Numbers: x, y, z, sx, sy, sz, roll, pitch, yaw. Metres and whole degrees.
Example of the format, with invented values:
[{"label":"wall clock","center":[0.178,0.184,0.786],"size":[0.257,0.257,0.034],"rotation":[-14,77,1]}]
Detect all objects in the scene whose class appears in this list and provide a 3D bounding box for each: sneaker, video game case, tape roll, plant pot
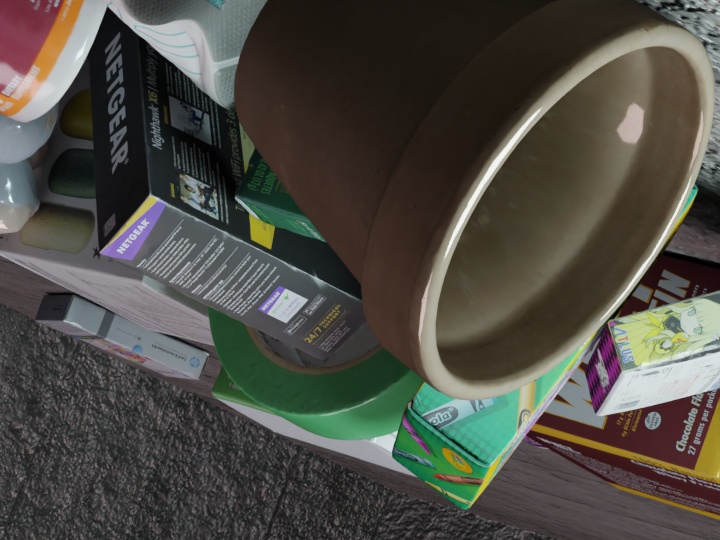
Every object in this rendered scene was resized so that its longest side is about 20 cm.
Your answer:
[{"label":"sneaker","center":[-0.095,-0.150,1.365],"size":[0.080,0.071,0.200],"rotation":[34,176,30]},{"label":"video game case","center":[0.223,0.036,1.479],"size":[0.180,0.036,0.200],"rotation":[-15,170,-1]},{"label":"tape roll","center":[0.000,0.000,1.558],"size":[0.200,0.201,0.048],"rotation":[14,167,41]},{"label":"plant pot","center":[0.039,-0.068,1.206],"size":[0.174,0.201,0.200],"rotation":[38,-179,29]}]

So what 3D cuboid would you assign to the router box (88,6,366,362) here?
[{"label":"router box","center":[-0.075,-0.060,1.475],"size":[0.157,0.052,0.200],"rotation":[27,-147,-28]}]

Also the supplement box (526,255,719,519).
[{"label":"supplement box","center":[0.226,0.083,1.746],"size":[0.197,0.133,0.200],"rotation":[14,169,39]}]

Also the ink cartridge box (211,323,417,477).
[{"label":"ink cartridge box","center":[0.015,0.015,1.630],"size":[0.146,0.201,0.084],"rotation":[13,165,40]}]

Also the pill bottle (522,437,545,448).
[{"label":"pill bottle","center":[0.134,0.072,1.973],"size":[0.112,0.113,0.200],"rotation":[15,169,37]}]

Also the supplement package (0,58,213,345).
[{"label":"supplement package","center":[-0.119,-0.043,1.745],"size":[0.150,0.152,0.200],"rotation":[28,169,-36]}]

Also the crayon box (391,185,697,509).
[{"label":"crayon box","center":[0.101,0.030,1.438],"size":[0.058,0.200,0.119],"rotation":[37,165,7]}]

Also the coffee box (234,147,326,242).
[{"label":"coffee box","center":[0.046,-0.059,1.359],"size":[0.199,0.123,0.044],"rotation":[19,168,25]}]

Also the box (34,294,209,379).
[{"label":"box","center":[-0.314,0.087,3.389],"size":[0.199,0.041,0.156],"rotation":[23,171,-20]}]

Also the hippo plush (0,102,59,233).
[{"label":"hippo plush","center":[-0.238,-0.117,1.672],"size":[0.159,0.201,0.160],"rotation":[19,150,-38]}]

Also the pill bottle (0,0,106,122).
[{"label":"pill bottle","center":[-0.243,-0.169,1.390],"size":[0.199,0.115,0.114],"rotation":[25,171,-23]}]
